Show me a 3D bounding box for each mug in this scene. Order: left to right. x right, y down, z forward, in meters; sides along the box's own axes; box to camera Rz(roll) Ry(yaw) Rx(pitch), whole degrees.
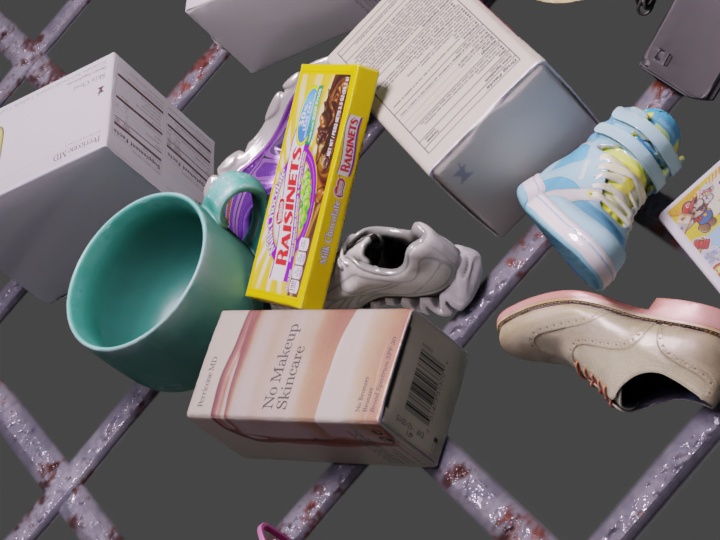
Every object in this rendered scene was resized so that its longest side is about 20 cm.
[{"bbox_3d":[-0.144,0.020,1.783,0.184,0.114,0.153,-24,48,26],"label":"mug"}]

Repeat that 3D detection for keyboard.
[{"bbox_3d":[0.279,-0.238,1.641,0.127,0.021,0.201,39,105,38],"label":"keyboard"}]

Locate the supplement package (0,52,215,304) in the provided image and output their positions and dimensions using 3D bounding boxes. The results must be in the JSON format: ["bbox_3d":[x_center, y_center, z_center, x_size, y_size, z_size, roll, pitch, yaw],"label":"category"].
[{"bbox_3d":[-0.258,-0.080,1.921,0.199,0.156,0.111,-23,49,26],"label":"supplement package"}]

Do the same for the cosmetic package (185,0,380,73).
[{"bbox_3d":[-0.050,-0.270,1.920,0.199,0.108,0.085,-18,50,28],"label":"cosmetic package"}]

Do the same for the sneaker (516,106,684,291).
[{"bbox_3d":[0.188,-0.064,1.552,0.130,0.080,0.200,-39,17,6],"label":"sneaker"}]

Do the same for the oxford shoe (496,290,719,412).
[{"bbox_3d":[0.178,0.061,1.519,0.199,0.071,0.074,0,64,40],"label":"oxford shoe"}]

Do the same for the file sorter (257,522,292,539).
[{"bbox_3d":[-0.096,0.302,1.534,0.200,0.125,0.139,-38,44,12],"label":"file sorter"}]

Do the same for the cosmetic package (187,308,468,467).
[{"bbox_3d":[-0.027,0.091,1.655,0.199,0.087,0.104,-3,61,39],"label":"cosmetic package"}]

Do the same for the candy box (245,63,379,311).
[{"bbox_3d":[-0.040,-0.068,1.709,0.102,0.026,0.201,9,85,62],"label":"candy box"}]

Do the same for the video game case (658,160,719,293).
[{"bbox_3d":[0.333,-0.049,1.502,0.200,0.023,0.182,-42,43,9],"label":"video game case"}]

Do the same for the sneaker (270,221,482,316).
[{"bbox_3d":[0.000,0.000,1.705,0.199,0.081,0.076,-13,55,35],"label":"sneaker"}]

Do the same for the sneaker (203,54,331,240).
[{"bbox_3d":[-0.047,-0.101,1.837,0.200,0.080,0.083,-51,55,13],"label":"sneaker"}]

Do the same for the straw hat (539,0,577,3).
[{"bbox_3d":[0.188,-0.329,1.776,0.200,0.085,0.202,-22,48,27],"label":"straw hat"}]

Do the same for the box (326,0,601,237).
[{"bbox_3d":[0.084,-0.144,1.714,0.128,0.109,0.200,-45,43,6],"label":"box"}]
